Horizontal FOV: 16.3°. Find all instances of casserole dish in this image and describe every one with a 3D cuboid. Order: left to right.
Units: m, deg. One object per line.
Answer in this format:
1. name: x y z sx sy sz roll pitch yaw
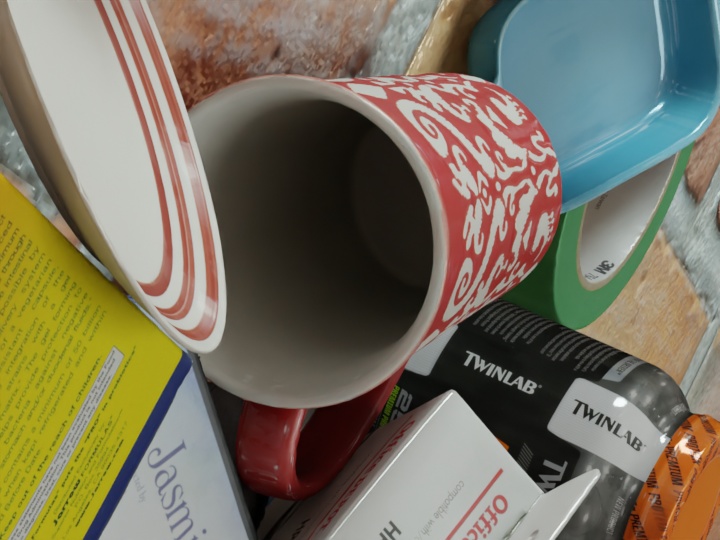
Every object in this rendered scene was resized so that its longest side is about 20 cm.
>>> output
1. casserole dish: 0.120 -0.106 1.304 0.200 0.039 0.121 -28 118 -38

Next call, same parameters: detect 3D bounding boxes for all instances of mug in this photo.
1. mug: -0.007 -0.010 1.084 0.178 0.133 0.200 -50 170 21

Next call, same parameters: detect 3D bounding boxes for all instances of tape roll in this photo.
1. tape roll: 0.140 -0.066 1.450 0.200 0.048 0.201 -49 152 -37

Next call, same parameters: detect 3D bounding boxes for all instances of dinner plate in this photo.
1. dinner plate: -0.089 -0.065 0.797 0.200 0.024 0.201 -21 90 -82

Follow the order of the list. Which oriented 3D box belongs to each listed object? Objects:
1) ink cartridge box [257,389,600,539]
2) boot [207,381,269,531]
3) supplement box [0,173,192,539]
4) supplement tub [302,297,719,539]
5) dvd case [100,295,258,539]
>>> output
1. ink cartridge box: 0.000 0.125 1.091 0.200 0.067 0.116 -32 -168 48
2. boot: -0.108 0.103 1.021 0.200 0.070 0.132 -63 151 -29
3. supplement box: -0.150 0.025 0.775 0.110 0.109 0.200 -62 158 -11
4. supplement tub: 0.076 0.082 1.241 0.123 0.200 0.123 -49 152 -37
5. dvd case: -0.123 0.114 0.945 0.200 0.018 0.143 -38 124 -35
